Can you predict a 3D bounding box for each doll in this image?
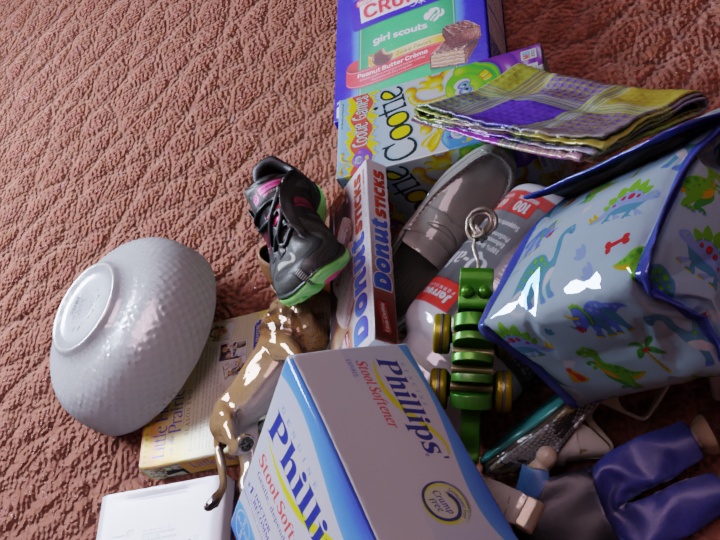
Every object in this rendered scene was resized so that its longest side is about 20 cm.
[{"bbox_3d":[0.174,0.184,0.726,0.200,0.048,0.137,-28,72,8],"label":"doll"}]

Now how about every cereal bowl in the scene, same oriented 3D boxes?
[{"bbox_3d":[-0.235,0.052,0.973,0.200,0.083,0.200,-26,47,33],"label":"cereal bowl"}]

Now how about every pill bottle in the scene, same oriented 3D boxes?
[{"bbox_3d":[0.109,0.036,0.821,0.200,0.116,0.116,-48,50,-10],"label":"pill bottle"}]

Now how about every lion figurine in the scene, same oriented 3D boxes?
[{"bbox_3d":[-0.083,0.101,0.865,0.200,0.072,0.122,-48,34,-4],"label":"lion figurine"}]

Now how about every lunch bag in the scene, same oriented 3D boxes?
[{"bbox_3d":[0.196,-0.025,0.688,0.170,0.127,0.200,-24,29,58],"label":"lunch bag"}]

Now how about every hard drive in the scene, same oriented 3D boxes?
[{"bbox_3d":[-0.174,0.280,0.855,0.132,0.025,0.200,-14,53,19],"label":"hard drive"}]

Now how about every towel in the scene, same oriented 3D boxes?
[{"bbox_3d":[0.152,-0.128,0.788,0.144,0.023,0.200,-25,30,-31],"label":"towel"}]

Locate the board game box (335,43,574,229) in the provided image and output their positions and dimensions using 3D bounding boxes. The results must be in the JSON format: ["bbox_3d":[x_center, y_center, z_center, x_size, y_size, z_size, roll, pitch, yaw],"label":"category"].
[{"bbox_3d":[0.089,-0.117,0.948,0.200,0.103,0.105,-13,53,19],"label":"board game box"}]

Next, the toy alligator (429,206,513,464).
[{"bbox_3d":[0.083,0.037,0.734,0.059,0.054,0.200,3,72,7],"label":"toy alligator"}]

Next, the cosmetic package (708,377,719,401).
[{"bbox_3d":[0.335,0.005,0.758,0.101,0.071,0.200,8,63,31],"label":"cosmetic package"}]

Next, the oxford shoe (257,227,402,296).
[{"bbox_3d":[-0.005,-0.013,0.946,0.200,0.071,0.071,-10,52,18],"label":"oxford shoe"}]

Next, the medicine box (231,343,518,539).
[{"bbox_3d":[-0.001,0.186,0.713,0.103,0.200,0.182,-3,42,-27],"label":"medicine box"}]

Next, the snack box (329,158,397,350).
[{"bbox_3d":[0.000,0.000,0.850,0.072,0.024,0.200,-49,31,40],"label":"snack box"}]

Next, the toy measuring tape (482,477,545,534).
[{"bbox_3d":[0.079,0.170,0.755,0.200,0.074,0.074,6,58,57],"label":"toy measuring tape"}]

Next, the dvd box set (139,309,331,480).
[{"bbox_3d":[-0.107,0.108,0.938,0.200,0.029,0.147,-15,52,17],"label":"dvd box set"}]

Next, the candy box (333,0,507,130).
[{"bbox_3d":[0.064,-0.228,1.056,0.169,0.077,0.200,-13,52,19],"label":"candy box"}]

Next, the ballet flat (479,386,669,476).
[{"bbox_3d":[0.181,0.102,0.771,0.200,0.072,0.072,-46,49,4],"label":"ballet flat"}]

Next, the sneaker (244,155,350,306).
[{"bbox_3d":[-0.066,-0.037,0.872,0.077,0.084,0.200,-39,30,8],"label":"sneaker"}]

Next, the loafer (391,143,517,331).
[{"bbox_3d":[0.067,-0.021,0.874,0.070,0.070,0.200,34,104,-1],"label":"loafer"}]
